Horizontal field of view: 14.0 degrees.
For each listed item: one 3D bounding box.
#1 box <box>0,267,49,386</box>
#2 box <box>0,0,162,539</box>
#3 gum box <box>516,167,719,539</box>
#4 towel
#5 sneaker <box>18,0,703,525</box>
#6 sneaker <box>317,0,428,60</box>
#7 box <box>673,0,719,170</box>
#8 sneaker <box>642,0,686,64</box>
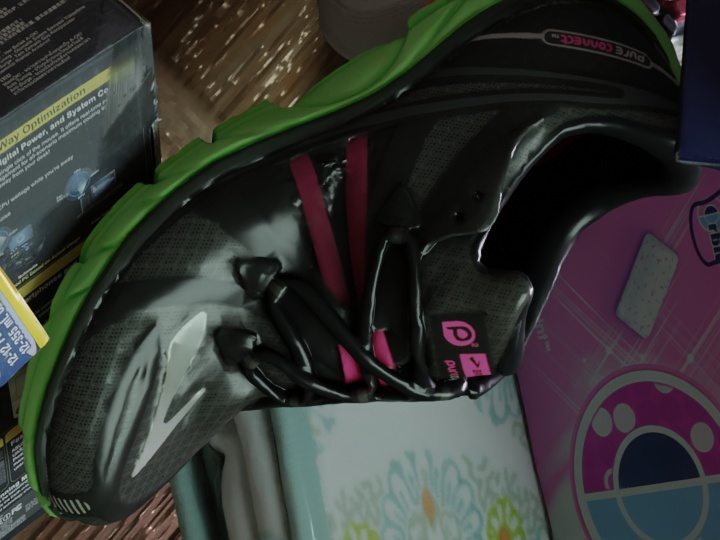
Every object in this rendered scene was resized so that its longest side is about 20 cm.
[{"bbox_3d":[-0.140,-0.036,0.563,0.070,0.064,0.200,-44,137,-14],"label":"box"},{"bbox_3d":[-0.134,0.032,0.723,0.200,0.049,0.162,-37,152,-25],"label":"box"},{"bbox_3d":[0.118,0.067,0.888,0.066,0.201,0.113,-12,179,-42],"label":"gum box"},{"bbox_3d":[0.011,0.075,0.881,0.048,0.201,0.171,-13,175,32],"label":"towel"},{"bbox_3d":[0.000,0.000,0.732,0.200,0.084,0.077,-37,151,-2],"label":"sneaker"},{"bbox_3d":[0.039,-0.147,0.762,0.099,0.075,0.200,27,102,-43],"label":"sneaker"},{"bbox_3d":[0.105,-0.084,0.726,0.200,0.032,0.122,1,93,-77],"label":"box"},{"bbox_3d":[0.076,-0.073,0.891,0.199,0.081,0.075,-12,153,-42],"label":"sneaker"}]
